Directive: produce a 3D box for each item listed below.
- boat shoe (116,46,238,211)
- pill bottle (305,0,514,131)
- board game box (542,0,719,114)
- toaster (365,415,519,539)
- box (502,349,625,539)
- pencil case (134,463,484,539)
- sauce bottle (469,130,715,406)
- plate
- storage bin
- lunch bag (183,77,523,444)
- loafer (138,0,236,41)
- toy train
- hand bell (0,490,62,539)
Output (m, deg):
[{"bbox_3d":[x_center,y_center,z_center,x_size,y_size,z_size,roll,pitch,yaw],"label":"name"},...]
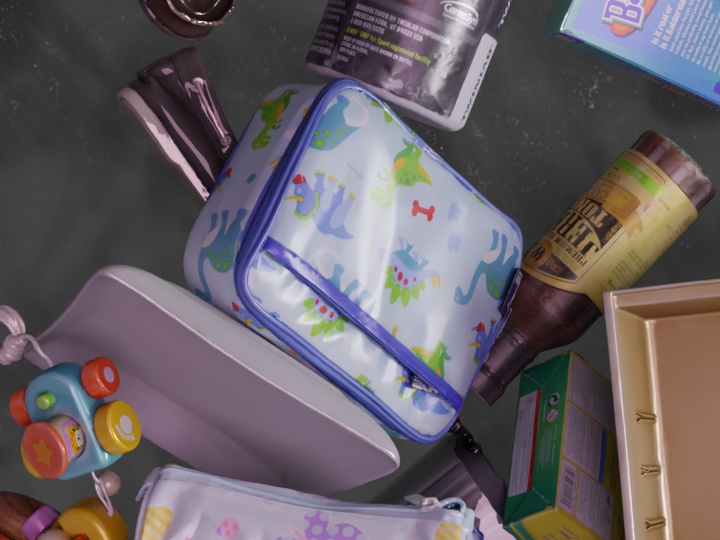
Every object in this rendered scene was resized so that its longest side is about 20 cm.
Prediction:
[{"bbox_3d":[-0.069,-0.044,1.035,0.057,0.067,0.201,-38,104,-10],"label":"boat shoe"},{"bbox_3d":[0.050,-0.194,1.015,0.105,0.106,0.202,22,93,-11],"label":"pill bottle"},{"bbox_3d":[0.235,-0.181,1.078,0.198,0.045,0.154,23,93,-11],"label":"board game box"},{"bbox_3d":[0.060,0.198,1.064,0.129,0.114,0.201,-36,101,-1],"label":"toaster"},{"bbox_3d":[0.173,0.151,1.058,0.199,0.048,0.118,37,46,-28],"label":"box"},{"bbox_3d":[-0.032,0.163,0.970,0.197,0.083,0.092,5,126,9],"label":"pencil case"},{"bbox_3d":[0.137,0.002,1.075,0.065,0.065,0.200,44,87,-11],"label":"sauce bottle"},{"bbox_3d":[-0.088,0.069,0.996,0.199,0.199,0.033,34,63,-11],"label":"plate"},{"bbox_3d":[0.249,0.106,0.949,0.196,0.094,0.203,-7,81,20],"label":"storage bin"},{"bbox_3d":[0.000,0.000,1.001,0.200,0.082,0.162,42,66,-33],"label":"lunch bag"},{"bbox_3d":[-0.084,-0.235,0.997,0.072,0.071,0.203,7,96,-36],"label":"loafer"},{"bbox_3d":[-0.206,0.130,0.995,0.149,0.056,0.202,21,113,16],"label":"toy train"},{"bbox_3d":[-0.153,0.184,1.053,0.198,0.104,0.105,24,93,1],"label":"hand bell"}]
